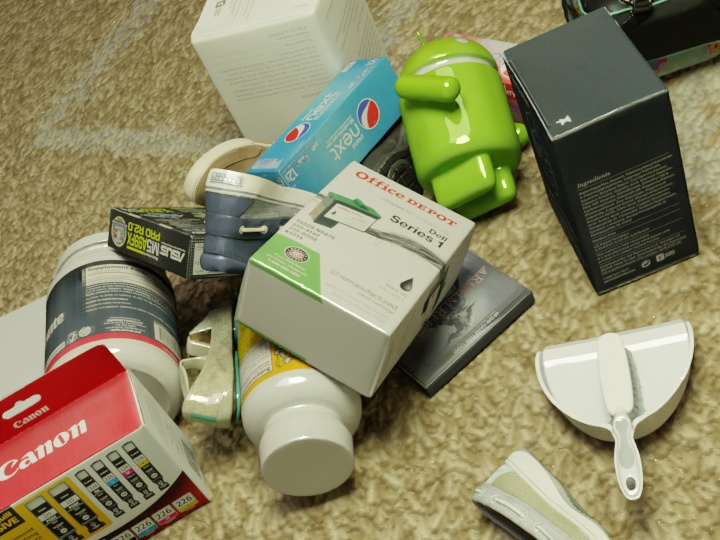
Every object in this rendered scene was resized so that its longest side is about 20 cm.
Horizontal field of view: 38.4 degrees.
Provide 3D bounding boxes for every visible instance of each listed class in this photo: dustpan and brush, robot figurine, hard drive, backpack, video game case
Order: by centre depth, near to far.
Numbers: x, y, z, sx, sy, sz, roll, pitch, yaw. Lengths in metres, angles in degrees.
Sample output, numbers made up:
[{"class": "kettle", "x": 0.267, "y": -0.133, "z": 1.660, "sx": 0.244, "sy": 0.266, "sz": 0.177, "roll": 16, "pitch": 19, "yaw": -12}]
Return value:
[{"class": "dustpan and brush", "x": 0.215, "y": 0.112, "z": 0.850, "sx": 0.138, "sy": 0.057, "sz": 0.201, "roll": -13, "pitch": 44, "yaw": 16}, {"class": "video game case", "x": 0.060, "y": 0.027, "z": 1.050, "sx": 0.143, "sy": 0.019, "sz": 0.200, "roll": -40, "pitch": 42, "yaw": -12}, {"class": "robot figurine", "x": 0.104, "y": -0.160, "z": 1.108, "sx": 0.115, "sy": 0.175, "sz": 0.202, "roll": -27, "pitch": 63, "yaw": 33}, {"class": "backpack", "x": 0.308, "y": -0.311, "z": 1.141, "sx": 0.174, "sy": 0.154, "sz": 0.202, "roll": -20, "pitch": 52, "yaw": 7}, {"class": "hard drive", "x": -0.388, "y": 0.117, "z": 1.198, "sx": 0.131, "sy": 0.025, "sz": 0.201, "roll": -25, "pitch": 42, "yaw": 4}]

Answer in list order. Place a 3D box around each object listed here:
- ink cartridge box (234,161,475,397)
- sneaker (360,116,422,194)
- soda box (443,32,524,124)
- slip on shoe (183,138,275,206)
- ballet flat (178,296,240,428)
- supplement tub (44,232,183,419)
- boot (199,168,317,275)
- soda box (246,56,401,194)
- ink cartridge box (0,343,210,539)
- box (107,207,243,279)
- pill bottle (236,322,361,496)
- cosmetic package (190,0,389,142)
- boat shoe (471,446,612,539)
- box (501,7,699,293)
[{"class": "ink cartridge box", "x": 0.000, "y": 0.000, "z": 0.953, "sx": 0.145, "sy": 0.085, "sz": 0.200, "roll": 28, "pitch": 41, "yaw": 12}, {"class": "sneaker", "x": 0.028, "y": -0.120, "z": 1.179, "sx": 0.090, "sy": 0.076, "sz": 0.201, "roll": -4, "pitch": 38, "yaw": 33}, {"class": "soda box", "x": 0.167, "y": -0.220, "z": 1.197, "sx": 0.199, "sy": 0.064, "sz": 0.070, "roll": 20, "pitch": 61, "yaw": 40}, {"class": "slip on shoe", "x": -0.112, "y": -0.106, "z": 1.184, "sx": 0.060, "sy": 0.077, "sz": 0.199, "roll": 39, "pitch": 30, "yaw": 27}, {"class": "ballet flat", "x": -0.150, "y": 0.084, "z": 1.040, "sx": 0.062, "sy": 0.068, "sz": 0.201, "roll": 3, "pitch": 26, "yaw": -7}, {"class": "supplement tub", "x": -0.261, "y": 0.070, "z": 1.090, "sx": 0.139, "sy": 0.141, "sz": 0.201, "roll": -24, "pitch": 42, "yaw": 5}, {"class": "boot", "x": -0.094, "y": -0.037, "z": 0.981, "sx": 0.072, "sy": 0.200, "sz": 0.092, "roll": 10, "pitch": 91, "yaw": 23}, {"class": "soda box", "x": -0.032, "y": -0.149, "z": 1.144, "sx": 0.064, "sy": 0.068, "sz": 0.200, "roll": 6, "pitch": 49, "yaw": 50}, {"class": "ink cartridge box", "x": -0.271, "y": 0.190, "z": 0.952, "sx": 0.199, "sy": 0.176, "sz": 0.084, "roll": -31, "pitch": 42, "yaw": -2}, {"class": "box", "x": -0.141, "y": -0.033, "z": 1.094, "sx": 0.199, "sy": 0.045, "sz": 0.159, "roll": -3, "pitch": 14, "yaw": -43}, {"class": "pill bottle", "x": -0.058, "y": 0.104, "z": 0.968, "sx": 0.112, "sy": 0.113, "sz": 0.201, "roll": -20, "pitch": 42, "yaw": 9}, {"class": "cosmetic package", "x": -0.079, "y": -0.270, "z": 1.276, "sx": 0.164, "sy": 0.201, "sz": 0.169, "roll": -7, "pitch": 46, "yaw": 21}, {"class": "boat shoe", "x": 0.155, "y": 0.215, "z": 0.779, "sx": 0.065, "sy": 0.075, "sz": 0.202, "roll": -38, "pitch": 39, "yaw": -2}, {"class": "box", "x": 0.223, "y": -0.109, "z": 0.957, "sx": 0.106, "sy": 0.201, "sz": 0.149, "roll": -23, "pitch": 42, "yaw": 6}]
